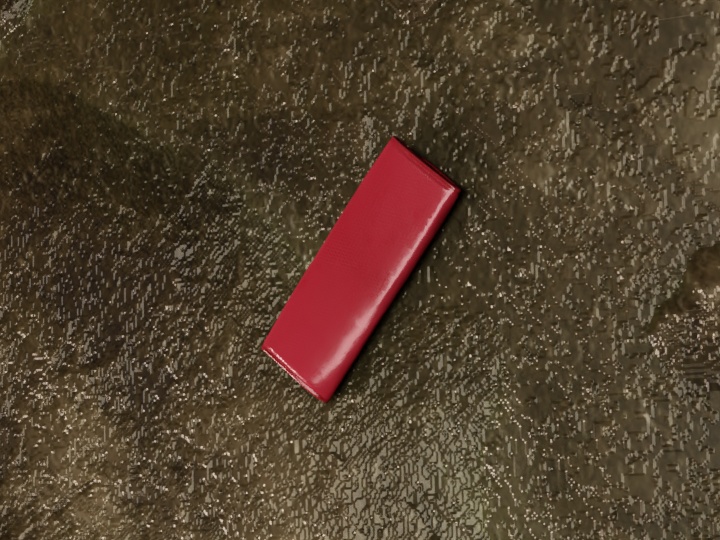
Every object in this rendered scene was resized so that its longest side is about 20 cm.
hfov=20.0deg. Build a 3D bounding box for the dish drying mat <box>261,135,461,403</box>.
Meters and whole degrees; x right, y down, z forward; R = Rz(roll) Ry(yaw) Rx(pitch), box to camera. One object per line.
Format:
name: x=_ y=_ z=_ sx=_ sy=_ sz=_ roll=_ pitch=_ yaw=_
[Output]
dish drying mat: x=0.000 y=0.000 z=1.576 sx=0.077 sy=0.018 sz=0.201 roll=41 pitch=107 yaw=29
